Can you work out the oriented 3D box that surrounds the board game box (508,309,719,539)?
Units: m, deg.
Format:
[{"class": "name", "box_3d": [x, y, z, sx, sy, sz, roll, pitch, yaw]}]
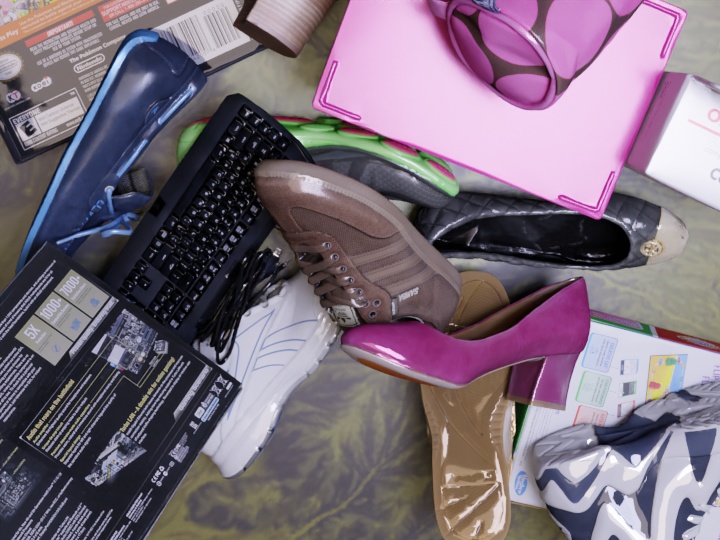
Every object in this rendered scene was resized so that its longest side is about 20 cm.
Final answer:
[{"class": "board game box", "box_3d": [0.216, 0.121, 0.873, 0.198, 0.040, 0.154, 15, 100, -6]}]

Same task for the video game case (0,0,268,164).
[{"class": "video game case", "box_3d": [-0.188, -0.197, 0.791, 0.199, 0.026, 0.182, -24, 102, 2]}]

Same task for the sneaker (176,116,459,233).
[{"class": "sneaker", "box_3d": [-0.030, -0.063, 0.810, 0.198, 0.077, 0.084, 6, 107, 6]}]

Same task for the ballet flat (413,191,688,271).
[{"class": "ballet flat", "box_3d": [0.137, -0.021, 0.825, 0.198, 0.057, 0.067, 2, 127, -1]}]

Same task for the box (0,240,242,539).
[{"class": "box", "box_3d": [-0.198, 0.113, 0.723, 0.163, 0.201, 0.086, 36, 142, -7]}]

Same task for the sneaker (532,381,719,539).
[{"class": "sneaker", "box_3d": [0.233, 0.163, 0.822, 0.198, 0.080, 0.131, -18, 104, 1]}]

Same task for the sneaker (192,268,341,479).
[{"class": "sneaker", "box_3d": [-0.071, 0.053, 0.828, 0.087, 0.075, 0.201, 34, 97, -4]}]

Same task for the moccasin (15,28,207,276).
[{"class": "moccasin", "box_3d": [-0.170, -0.062, 0.777, 0.068, 0.081, 0.201, 27, 116, -17]}]

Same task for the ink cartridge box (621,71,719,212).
[{"class": "ink cartridge box", "box_3d": [0.230, -0.078, 0.752, 0.116, 0.200, 0.068, 23, 99, -8]}]

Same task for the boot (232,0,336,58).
[{"class": "boot", "box_3d": [-0.082, -0.253, 0.745, 0.199, 0.074, 0.156, 30, 84, -32]}]

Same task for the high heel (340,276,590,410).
[{"class": "high heel", "box_3d": [0.076, 0.033, 0.763, 0.199, 0.067, 0.097, 14, 85, -29]}]

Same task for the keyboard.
[{"class": "keyboard", "box_3d": [-0.103, -0.012, 0.774, 0.104, 0.040, 0.200, 36, 109, -1]}]

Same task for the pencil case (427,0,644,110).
[{"class": "pencil case", "box_3d": [0.132, -0.192, 0.659, 0.093, 0.091, 0.200, 37, 74, 22]}]

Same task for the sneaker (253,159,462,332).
[{"class": "sneaker", "box_3d": [0.000, 0.000, 0.749, 0.200, 0.070, 0.076, 34, 68, -42]}]

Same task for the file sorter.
[{"class": "file sorter", "box_3d": [0.082, -0.143, 0.767, 0.199, 0.125, 0.140, 20, 100, -8]}]

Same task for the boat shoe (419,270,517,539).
[{"class": "boat shoe", "box_3d": [0.078, 0.103, 0.848, 0.073, 0.069, 0.202, 3, 81, 3]}]
